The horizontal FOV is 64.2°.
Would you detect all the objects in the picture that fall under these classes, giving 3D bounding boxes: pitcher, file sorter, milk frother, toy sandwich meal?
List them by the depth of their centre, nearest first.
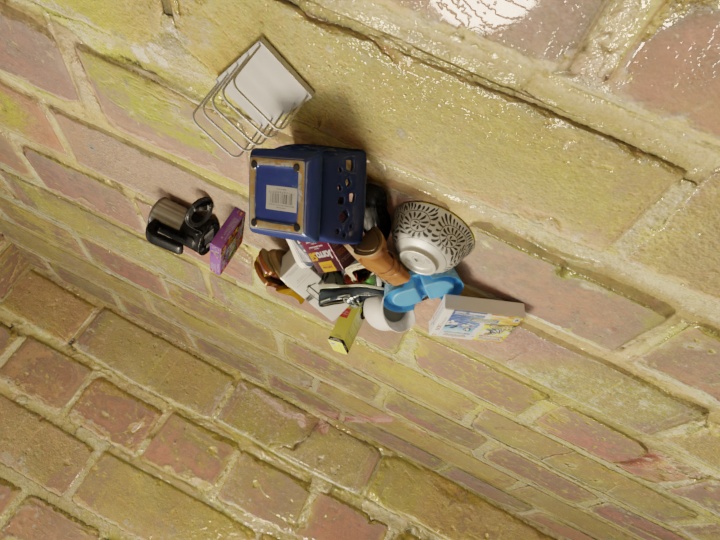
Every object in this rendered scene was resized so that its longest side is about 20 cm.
[{"bbox_3d":[-0.217,-0.325,1.125,0.139,0.125,0.199,42,150,-26],"label":"file sorter"},{"bbox_3d":[0.069,0.081,1.567,0.200,0.121,0.173,167,85,-78],"label":"pitcher"},{"bbox_3d":[-0.220,0.019,1.680,0.205,0.070,0.205,45,-165,-15],"label":"toy sandwich meal"},{"bbox_3d":[-0.539,-0.165,1.735,0.187,0.181,0.201,25,110,7],"label":"milk frother"}]

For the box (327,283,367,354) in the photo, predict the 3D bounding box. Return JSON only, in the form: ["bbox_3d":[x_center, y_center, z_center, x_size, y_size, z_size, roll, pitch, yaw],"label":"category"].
[{"bbox_3d":[-0.024,0.134,1.645,0.050,0.201,0.075,15,152,23],"label":"box"}]

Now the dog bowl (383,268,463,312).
[{"bbox_3d":[0.149,0.040,1.403,0.199,0.050,0.112,-17,143,12],"label":"dog bowl"}]

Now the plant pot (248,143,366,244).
[{"bbox_3d":[-0.116,-0.156,1.173,0.199,0.201,0.179,11,-167,30],"label":"plant pot"}]

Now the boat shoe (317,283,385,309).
[{"bbox_3d":[-0.025,0.067,1.480,0.199,0.062,0.075,-1,167,25],"label":"boat shoe"}]

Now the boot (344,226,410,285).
[{"bbox_3d":[0.050,-0.018,1.270,0.155,0.077,0.200,41,166,-18],"label":"boot"}]

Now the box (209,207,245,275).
[{"bbox_3d":[-0.396,-0.083,1.708,0.039,0.137,0.200,29,154,-1],"label":"box"}]

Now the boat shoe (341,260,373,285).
[{"bbox_3d":[0.000,0.000,1.462,0.071,0.063,0.200,11,154,-19],"label":"boat shoe"}]

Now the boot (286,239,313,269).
[{"bbox_3d":[-0.152,-0.109,1.478,0.090,0.073,0.201,-26,96,30],"label":"boot"}]

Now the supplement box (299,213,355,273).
[{"bbox_3d":[-0.093,-0.101,1.378,0.110,0.086,0.201,-9,117,51],"label":"supplement box"}]

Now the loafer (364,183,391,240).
[{"bbox_3d":[0.026,-0.124,1.313,0.070,0.068,0.201,29,153,26],"label":"loafer"}]

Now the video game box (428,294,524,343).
[{"bbox_3d":[0.286,0.125,1.448,0.199,0.047,0.182,7,155,-3],"label":"video game box"}]

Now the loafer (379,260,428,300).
[{"bbox_3d":[0.121,0.017,1.466,0.076,0.068,0.200,-29,139,27],"label":"loafer"}]

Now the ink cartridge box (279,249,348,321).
[{"bbox_3d":[-0.125,0.028,1.616,0.200,0.084,0.146,41,-166,-21],"label":"ink cartridge box"}]

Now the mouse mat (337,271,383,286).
[{"bbox_3d":[-0.005,0.025,1.667,0.160,0.008,0.200,18,153,20],"label":"mouse mat"}]

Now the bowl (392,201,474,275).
[{"bbox_3d":[0.146,-0.052,1.289,0.200,0.095,0.201,23,154,12],"label":"bowl"}]
